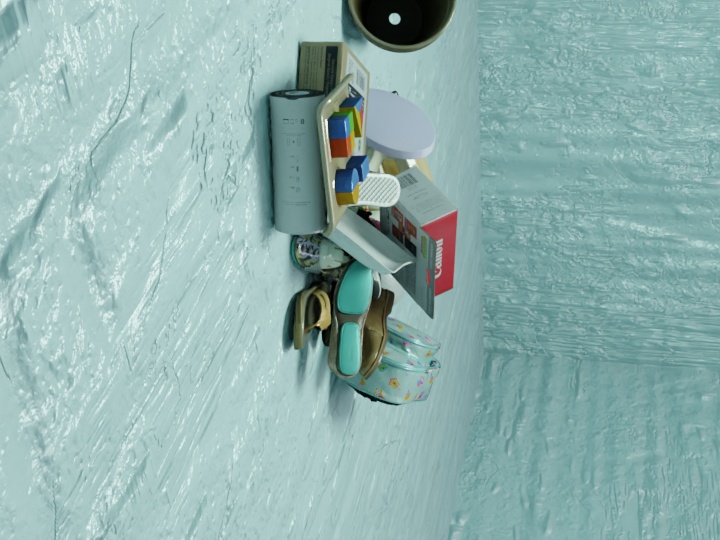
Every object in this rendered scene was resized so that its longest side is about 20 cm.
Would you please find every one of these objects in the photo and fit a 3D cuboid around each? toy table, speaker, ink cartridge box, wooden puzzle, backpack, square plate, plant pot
[{"bbox_3d":[0.052,-0.231,1.826,0.200,0.183,0.118,51,-25,36],"label":"toy table"},{"bbox_3d":[-0.088,-0.155,1.449,0.081,0.080,0.202,-51,142,-67],"label":"speaker"},{"bbox_3d":[0.112,-0.046,1.760,0.176,0.083,0.201,50,-25,36],"label":"ink cartridge box"},{"bbox_3d":[-0.021,-0.171,1.468,0.185,0.046,0.202,-66,156,-66],"label":"wooden puzzle"},{"bbox_3d":[-0.042,-0.265,1.627,0.200,0.074,0.167,10,83,-77],"label":"ink cartridge box"},{"bbox_3d":[0.052,0.173,1.905,0.200,0.175,0.155,-13,126,-65],"label":"backpack"},{"bbox_3d":[-0.010,-0.057,1.636,0.029,0.198,0.200,-54,172,13],"label":"square plate"},{"bbox_3d":[0.069,-0.489,1.857,0.174,0.198,0.202,161,-67,-86],"label":"plant pot"}]

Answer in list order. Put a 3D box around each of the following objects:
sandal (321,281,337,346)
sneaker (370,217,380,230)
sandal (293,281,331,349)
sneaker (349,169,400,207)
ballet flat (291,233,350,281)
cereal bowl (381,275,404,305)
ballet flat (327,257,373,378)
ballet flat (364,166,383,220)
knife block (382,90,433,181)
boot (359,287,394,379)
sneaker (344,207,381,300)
[{"bbox_3d":[-0.028,0.045,1.768,0.082,0.054,0.201,117,-12,-47],"label":"sandal"},{"bbox_3d":[0.000,0.000,1.874,0.081,0.074,0.202,-13,107,-77],"label":"sneaker"},{"bbox_3d":[-0.069,0.067,1.639,0.200,0.053,0.081,-51,144,-69],"label":"sandal"},{"bbox_3d":[-0.033,-0.141,1.647,0.199,0.079,0.079,11,91,-39],"label":"sneaker"},{"bbox_3d":[-0.055,-0.024,1.650,0.200,0.071,0.073,39,56,-74],"label":"ballet flat"},{"bbox_3d":[0.065,-0.015,2.130,0.200,0.082,0.202,3,90,-76],"label":"cereal bowl"},{"bbox_3d":[-0.025,0.076,1.663,0.067,0.067,0.202,173,-72,-67],"label":"ballet flat"},{"bbox_3d":[0.017,-0.138,1.935,0.076,0.063,0.202,-46,139,-68],"label":"ballet flat"},{"bbox_3d":[0.082,-0.253,1.961,0.176,0.199,0.064,-59,-173,41],"label":"knife block"},{"bbox_3d":[0.008,0.105,1.789,0.074,0.075,0.201,-46,-155,41],"label":"boot"},{"bbox_3d":[0.016,-0.039,1.753,0.072,0.082,0.201,119,-39,-47],"label":"sneaker"}]
